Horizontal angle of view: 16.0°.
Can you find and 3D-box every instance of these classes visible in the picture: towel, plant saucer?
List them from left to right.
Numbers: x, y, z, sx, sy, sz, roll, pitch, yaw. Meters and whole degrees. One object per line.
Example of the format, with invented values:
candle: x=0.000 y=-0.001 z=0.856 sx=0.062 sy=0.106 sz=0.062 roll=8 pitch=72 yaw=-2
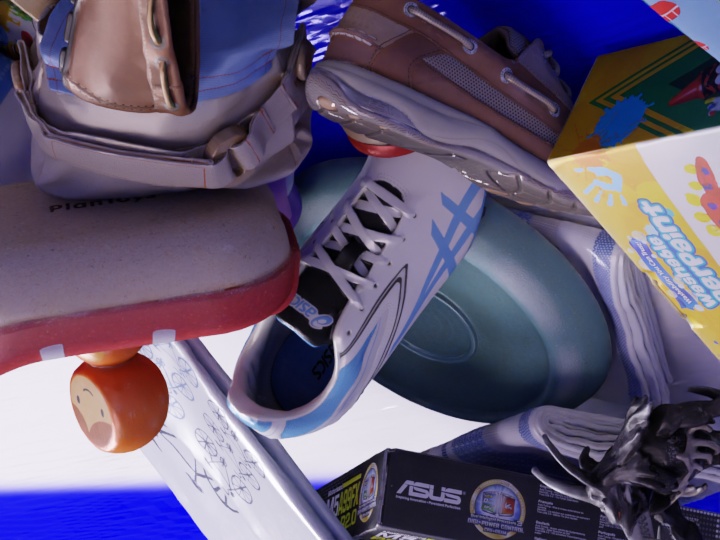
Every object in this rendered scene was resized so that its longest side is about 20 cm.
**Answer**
plant saucer: x=0.038 y=0.020 z=1.365 sx=0.199 sy=0.028 sz=0.201 roll=23 pitch=148 yaw=15
towel: x=0.067 y=0.014 z=1.377 sx=0.199 sy=0.024 sz=0.147 roll=12 pitch=146 yaw=26
towel: x=0.112 y=0.114 z=1.419 sx=0.146 sy=0.024 sz=0.200 roll=13 pitch=161 yaw=-23

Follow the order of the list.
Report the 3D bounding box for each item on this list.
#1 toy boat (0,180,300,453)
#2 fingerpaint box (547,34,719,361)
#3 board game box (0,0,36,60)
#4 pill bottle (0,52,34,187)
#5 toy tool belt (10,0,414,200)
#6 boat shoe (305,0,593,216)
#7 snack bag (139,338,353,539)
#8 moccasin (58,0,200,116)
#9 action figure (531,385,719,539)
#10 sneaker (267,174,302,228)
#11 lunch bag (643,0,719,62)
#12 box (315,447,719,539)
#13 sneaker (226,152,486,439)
toy boat: x=-0.126 y=0.028 z=1.246 sx=0.198 sy=0.131 sz=0.132 roll=-8 pitch=112 yaw=-5
fingerpaint box: x=0.211 y=-0.022 z=1.151 sx=0.166 sy=0.074 sz=0.200 roll=-11 pitch=132 yaw=46
board game box: x=-0.176 y=-0.148 z=1.316 sx=0.126 sy=0.035 sz=0.200 roll=27 pitch=150 yaw=2
pill bottle: x=-0.228 y=-0.074 z=1.326 sx=0.199 sy=0.113 sz=0.112 roll=31 pitch=150 yaw=-8
toy tool belt: x=-0.068 y=-0.105 z=1.200 sx=0.198 sy=0.125 sz=0.124 roll=-5 pitch=126 yaw=7
boat shoe: x=0.068 y=-0.076 z=1.183 sx=0.199 sy=0.072 sz=0.076 roll=22 pitch=174 yaw=-36
snack bag: x=-0.077 y=0.117 z=1.430 sx=0.189 sy=0.021 sz=0.200 roll=52 pitch=158 yaw=8
moccasin: x=-0.081 y=-0.150 z=1.083 sx=0.077 sy=0.074 sz=0.203 roll=16 pitch=124 yaw=5
action figure: x=0.191 y=0.112 z=1.279 sx=0.198 sy=0.103 sz=0.119 roll=-4 pitch=141 yaw=-8
sneaker: x=-0.088 y=-0.011 z=1.392 sx=0.200 sy=0.080 sz=0.089 roll=-10 pitch=112 yaw=54
lunch bag: x=0.184 y=-0.170 z=0.954 sx=0.150 sy=0.094 sz=0.200 roll=36 pitch=137 yaw=-12
box: x=0.080 y=0.149 z=1.409 sx=0.198 sy=0.045 sz=0.160 roll=12 pitch=162 yaw=-14
sneaker: x=0.000 y=0.000 z=1.268 sx=0.072 sy=0.201 sz=0.072 roll=35 pitch=-163 yaw=17
